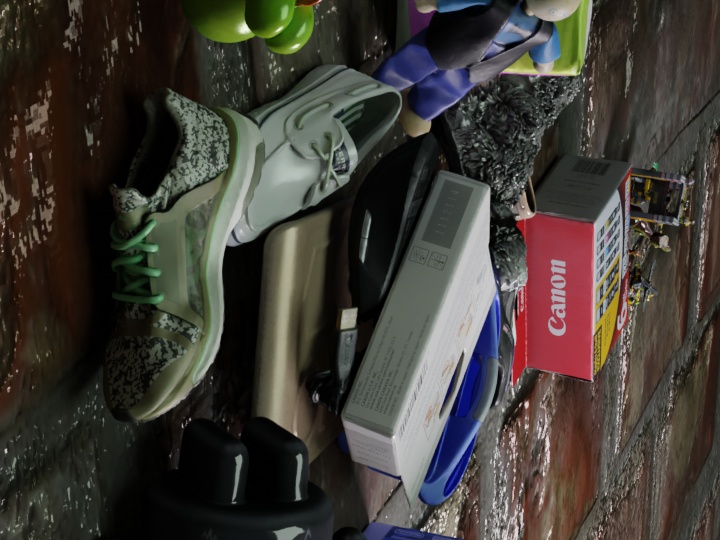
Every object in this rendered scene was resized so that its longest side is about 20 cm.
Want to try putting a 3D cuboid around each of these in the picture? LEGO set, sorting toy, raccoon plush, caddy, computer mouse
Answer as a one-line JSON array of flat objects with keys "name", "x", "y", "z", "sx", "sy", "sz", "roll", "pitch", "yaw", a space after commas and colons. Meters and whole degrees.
[{"name": "LEGO set", "x": 0.350, "y": -0.041, "z": 1.845, "sx": 0.154, "sy": 0.115, "sz": 0.202, "roll": 33, "pitch": 70, "yaw": -64}, {"name": "sorting toy", "x": -0.035, "y": 0.045, "z": 1.096, "sx": 0.200, "sy": 0.036, "sz": 0.187, "roll": -24, "pitch": 121, "yaw": -69}, {"name": "raccoon plush", "x": 0.146, "y": -0.094, "z": 1.289, "sx": 0.097, "sy": 0.133, "sz": 0.202, "roll": 144, "pitch": -72, "yaw": -86}, {"name": "caddy", "x": 0.062, "y": 0.090, "z": 1.261, "sx": 0.141, "sy": 0.104, "sz": 0.202, "roll": 43, "pitch": 60, "yaw": -61}, {"name": "computer mouse", "x": 0.000, "y": 0.000, "z": 1.058, "sx": 0.140, "sy": 0.046, "sz": 0.202, "roll": -38, "pitch": 144, "yaw": -71}]

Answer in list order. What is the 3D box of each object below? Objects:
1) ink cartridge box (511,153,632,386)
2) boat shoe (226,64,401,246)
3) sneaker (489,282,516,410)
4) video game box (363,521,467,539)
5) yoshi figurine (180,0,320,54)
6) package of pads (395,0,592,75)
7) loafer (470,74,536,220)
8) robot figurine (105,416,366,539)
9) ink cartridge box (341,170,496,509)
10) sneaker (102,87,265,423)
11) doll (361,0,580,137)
[{"name": "ink cartridge box", "x": 0.224, "y": 0.008, "z": 1.624, "sx": 0.176, "sy": 0.083, "sz": 0.202, "roll": -50, "pitch": 143, "yaw": -48}, {"name": "boat shoe", "x": -0.034, "y": -0.084, "z": 1.027, "sx": 0.200, "sy": 0.066, "sz": 0.074, "roll": -55, "pitch": 146, "yaw": -44}, {"name": "sneaker", "x": 0.110, "y": 0.042, "z": 1.361, "sx": 0.088, "sy": 0.075, "sz": 0.201, "roll": -84, "pitch": 165, "yaw": -47}, {"name": "video game box", "x": 0.058, "y": 0.280, "z": 1.216, "sx": 0.182, "sy": 0.198, "sz": 0.047, "roll": -46, "pitch": 135, "yaw": -53}, {"name": "yoshi figurine", "x": -0.062, "y": -0.217, "z": 0.917, "sx": 0.112, "sy": 0.111, "sz": 0.202, "roll": 136, "pitch": -35, "yaw": -57}, {"name": "package of pads", "x": 0.105, "y": -0.251, "z": 1.161, "sx": 0.068, "sy": 0.153, "sz": 0.202, "roll": -84, "pitch": 176, "yaw": -72}, {"name": "loafer", "x": 0.133, "y": -0.141, "z": 1.385, "sx": 0.072, "sy": 0.062, "sz": 0.202, "roll": -42, "pitch": 136, "yaw": -53}, {"name": "robot figurine", "x": -0.079, "y": 0.197, "z": 0.960, "sx": 0.125, "sy": 0.148, "sz": 0.202, "roll": -28, "pitch": 125, "yaw": -76}, {"name": "ink cartridge box", "x": 0.047, "y": 0.056, "z": 1.128, "sx": 0.177, "sy": 0.044, "sz": 0.202, "roll": 78, "pitch": 32, "yaw": -64}, {"name": "sneaker", "x": -0.122, "y": -0.015, "z": 0.873, "sx": 0.088, "sy": 0.076, "sz": 0.202, "roll": 33, "pitch": 63, "yaw": -50}, {"name": "doll", "x": 0.086, "y": -0.163, "z": 1.100, "sx": 0.135, "sy": 0.200, "sz": 0.049, "roll": 16, "pitch": 58, "yaw": -32}]
